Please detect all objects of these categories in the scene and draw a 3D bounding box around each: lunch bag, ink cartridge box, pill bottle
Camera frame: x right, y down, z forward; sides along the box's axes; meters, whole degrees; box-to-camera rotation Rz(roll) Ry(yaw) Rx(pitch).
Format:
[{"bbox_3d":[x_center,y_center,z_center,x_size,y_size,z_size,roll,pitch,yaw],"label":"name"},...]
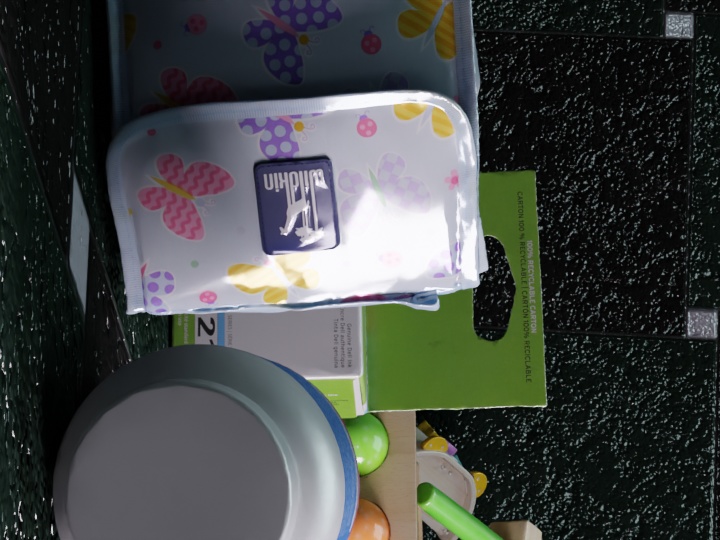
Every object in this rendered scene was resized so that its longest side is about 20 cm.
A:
[{"bbox_3d":[-0.029,-0.081,1.142,0.127,0.169,0.201,71,18,-86],"label":"lunch bag"},{"bbox_3d":[0.000,0.000,1.385,0.076,0.199,0.148,81,7,-70],"label":"ink cartridge box"},{"bbox_3d":[-0.059,0.085,0.984,0.200,0.112,0.113,66,22,-85],"label":"pill bottle"}]

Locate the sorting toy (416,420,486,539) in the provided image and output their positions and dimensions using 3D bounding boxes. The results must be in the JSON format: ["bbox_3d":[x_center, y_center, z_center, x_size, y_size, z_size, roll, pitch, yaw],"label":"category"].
[{"bbox_3d":[0.065,0.238,3.377,0.200,0.107,0.180,43,6,-40],"label":"sorting toy"}]

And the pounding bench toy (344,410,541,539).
[{"bbox_3d":[0.010,0.149,1.499,0.156,0.199,0.125,84,5,-65],"label":"pounding bench toy"}]
